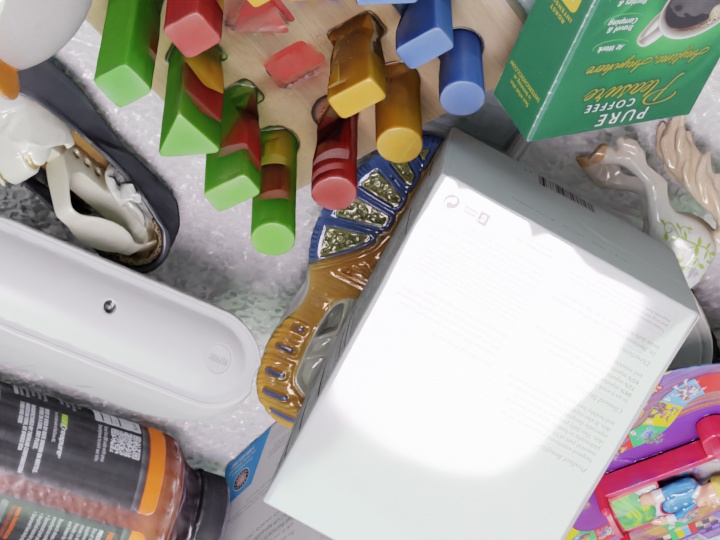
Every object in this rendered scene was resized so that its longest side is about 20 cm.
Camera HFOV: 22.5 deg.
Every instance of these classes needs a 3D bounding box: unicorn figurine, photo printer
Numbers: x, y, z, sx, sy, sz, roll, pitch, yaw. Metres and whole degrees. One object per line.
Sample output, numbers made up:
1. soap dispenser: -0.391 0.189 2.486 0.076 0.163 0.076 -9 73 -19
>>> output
1. unicorn figurine: 0.147 0.011 1.080 0.137 0.074 0.200 45 121 -6
2. photo printer: -0.163 0.034 1.090 0.199 0.070 0.166 24 167 -23

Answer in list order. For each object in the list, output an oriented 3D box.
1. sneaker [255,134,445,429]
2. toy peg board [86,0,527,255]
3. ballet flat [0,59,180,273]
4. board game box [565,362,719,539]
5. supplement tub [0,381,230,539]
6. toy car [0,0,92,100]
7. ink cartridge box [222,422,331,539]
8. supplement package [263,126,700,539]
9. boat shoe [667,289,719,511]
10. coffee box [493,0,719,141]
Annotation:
1. sneaker: 0.000 0.000 1.107 0.075 0.088 0.201 34 105 2
2. toy peg board: -0.031 -0.114 0.969 0.198 0.098 0.200 -25 131 23
3. ballet flat: -0.174 -0.065 1.038 0.073 0.073 0.200 -26 130 24
4. board game box: 0.201 0.135 1.125 0.157 0.039 0.201 8 135 -22
5. supplement tub: -0.191 0.147 1.224 0.198 0.108 0.107 20 132 -19
6. toy car: -0.174 -0.169 0.834 0.183 0.201 0.178 -15 130 14
7. ink cartridge box: -0.037 0.195 1.206 0.068 0.201 0.116 28 129 -26
8. supplement package: 0.064 0.054 0.990 0.151 0.151 0.201 28 104 -2
9. boat shoe: 0.207 0.064 1.175 0.073 0.061 0.201 -13 120 26
10. coffee box: 0.154 -0.157 0.930 0.122 0.044 0.201 -14 144 -31
